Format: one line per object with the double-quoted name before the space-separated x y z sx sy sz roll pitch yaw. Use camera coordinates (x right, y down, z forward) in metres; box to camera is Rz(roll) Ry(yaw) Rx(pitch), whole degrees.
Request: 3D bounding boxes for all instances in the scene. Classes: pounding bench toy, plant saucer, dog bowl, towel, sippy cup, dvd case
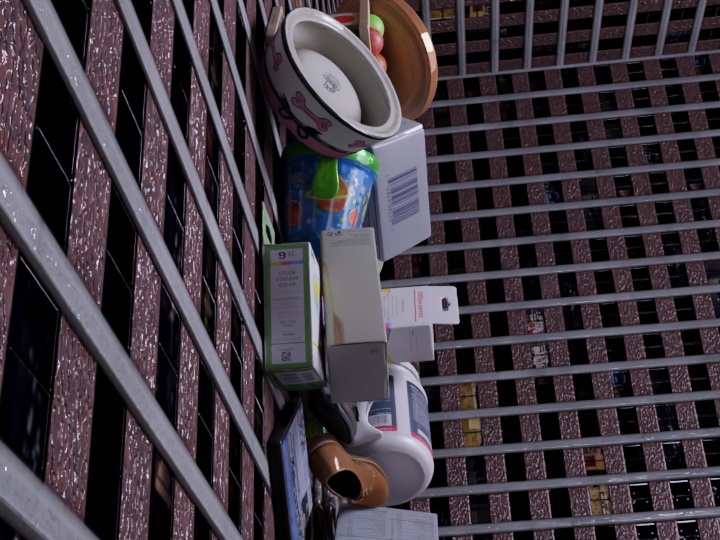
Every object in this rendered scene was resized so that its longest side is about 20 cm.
"pounding bench toy" -0.041 -0.312 1.607 0.201 0.154 0.125 -89 173 -60
"plant saucer" 0.027 -0.306 1.657 0.032 0.199 0.202 -33 129 -37
"dog bowl" -0.043 -0.229 1.432 0.199 0.074 0.201 34 36 -29
"towel" -0.044 0.306 1.691 0.133 0.034 0.201 82 4 -45
"sippy cup" -0.048 -0.089 1.523 0.177 0.138 0.132 26 67 -53
"dvd case" -0.080 0.241 1.334 0.200 0.017 0.144 -64 148 -81

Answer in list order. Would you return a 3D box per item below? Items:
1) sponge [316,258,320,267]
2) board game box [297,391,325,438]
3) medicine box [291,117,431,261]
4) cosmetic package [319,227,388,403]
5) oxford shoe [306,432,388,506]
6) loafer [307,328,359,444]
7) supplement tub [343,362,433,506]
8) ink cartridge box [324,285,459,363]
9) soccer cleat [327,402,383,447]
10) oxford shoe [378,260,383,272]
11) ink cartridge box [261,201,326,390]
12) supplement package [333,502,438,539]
"sponge" -0.064 0.057 1.751 0.200 0.029 0.113 69 16 -76
"board game box" -0.072 0.110 1.563 0.135 0.029 0.202 -88 172 -55
"medicine box" -0.001 -0.141 1.687 0.199 0.102 0.184 28 -46 44
"cosmetic package" -0.009 0.051 1.378 0.201 0.070 0.106 -96 -178 -49
"oxford shoe" -0.012 0.289 1.536 0.071 0.071 0.200 53 7 38
"loafer" -0.035 0.153 1.479 0.063 0.071 0.201 -51 143 -23
"supplement tub" 0.035 0.238 1.717 0.201 0.139 0.141 -92 175 -53
"ink cartridge box" 0.050 0.083 1.714 0.117 0.198 0.068 -87 171 -60
"soccer cleat" -0.009 0.148 1.613 0.069 0.084 0.202 67 19 -78
"oxford shoe" 0.000 0.000 1.713 0.200 0.070 0.074 -55 136 -48
"ink cartridge box" -0.078 0.030 1.325 0.104 0.059 0.202 74 12 -71
"supplement package" 0.026 0.448 1.533 0.200 0.145 0.193 -78 174 -78
